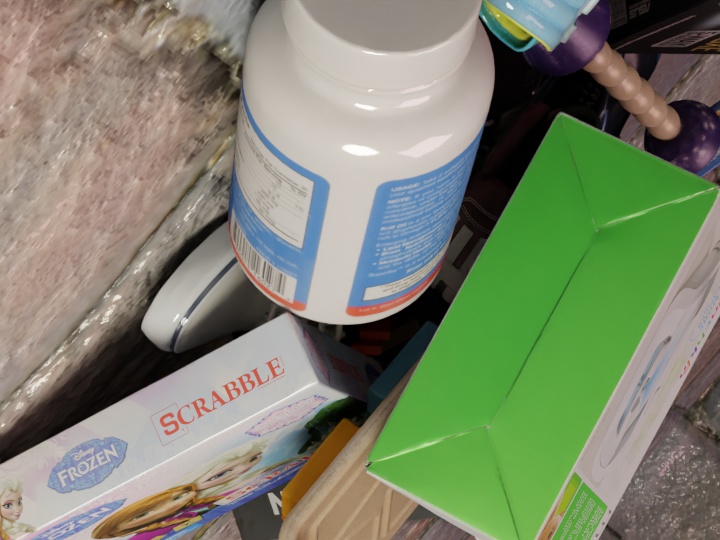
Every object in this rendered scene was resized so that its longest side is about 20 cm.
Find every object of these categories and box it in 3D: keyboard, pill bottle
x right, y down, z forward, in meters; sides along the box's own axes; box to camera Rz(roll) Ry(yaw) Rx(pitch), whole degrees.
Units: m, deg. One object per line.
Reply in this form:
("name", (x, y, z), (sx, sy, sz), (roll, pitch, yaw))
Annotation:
("keyboard", (0.042, -0.104, 1.055), (0.200, 0.040, 0.105), (-26, 131, -52))
("pill bottle", (0.000, -0.069, 0.863), (0.112, 0.112, 0.200), (-40, 162, -27))

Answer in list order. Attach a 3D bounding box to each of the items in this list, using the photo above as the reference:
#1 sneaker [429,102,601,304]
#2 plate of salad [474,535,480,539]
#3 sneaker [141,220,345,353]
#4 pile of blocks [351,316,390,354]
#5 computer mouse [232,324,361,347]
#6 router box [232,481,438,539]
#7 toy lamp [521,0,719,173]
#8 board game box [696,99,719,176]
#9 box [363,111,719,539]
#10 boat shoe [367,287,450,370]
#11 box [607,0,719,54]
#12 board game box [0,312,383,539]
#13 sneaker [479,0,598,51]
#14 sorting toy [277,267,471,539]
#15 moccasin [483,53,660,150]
("sneaker", (0.115, -0.058, 1.083), (0.200, 0.076, 0.116), (-40, 167, -49))
("plate of salad", (0.115, 0.084, 1.173), (0.200, 0.048, 0.201), (-22, 120, -46))
("sneaker", (-0.033, 0.005, 1.016), (0.200, 0.071, 0.073), (-28, 154, -50))
("pile of blocks", (-0.041, 0.082, 1.183), (0.200, 0.062, 0.082), (-46, 163, -8))
("computer mouse", (0.000, 0.000, 1.121), (0.200, 0.058, 0.034), (-35, 144, -41))
("router box", (0.031, 0.122, 1.283), (0.199, 0.052, 0.157), (-14, -172, 38))
("toy lamp", (0.145, -0.114, 1.103), (0.058, 0.058, 0.200), (-51, 138, 7))
("board game box", (0.229, -0.083, 1.290), (0.135, 0.035, 0.200), (-36, 177, 3))
("box", (0.103, 0.047, 0.980), (0.201, 0.096, 0.176), (-61, 160, -6))
("boat shoe", (0.057, 0.048, 1.246), (0.202, 0.075, 0.075), (-21, 153, 14))
("box", (0.248, -0.170, 1.107), (0.157, 0.050, 0.200), (-2, 174, -26))
("board game box", (-0.090, 0.098, 1.011), (0.199, 0.041, 0.199), (-28, 165, 8))
("sneaker", (0.123, -0.179, 0.997), (0.200, 0.080, 0.131), (-13, 141, -47))
("sorting toy", (0.005, 0.111, 1.029), (0.200, 0.036, 0.185), (-53, 164, -27))
("moccasin", (0.120, -0.083, 1.229), (0.068, 0.080, 0.201), (-5, 121, -60))
